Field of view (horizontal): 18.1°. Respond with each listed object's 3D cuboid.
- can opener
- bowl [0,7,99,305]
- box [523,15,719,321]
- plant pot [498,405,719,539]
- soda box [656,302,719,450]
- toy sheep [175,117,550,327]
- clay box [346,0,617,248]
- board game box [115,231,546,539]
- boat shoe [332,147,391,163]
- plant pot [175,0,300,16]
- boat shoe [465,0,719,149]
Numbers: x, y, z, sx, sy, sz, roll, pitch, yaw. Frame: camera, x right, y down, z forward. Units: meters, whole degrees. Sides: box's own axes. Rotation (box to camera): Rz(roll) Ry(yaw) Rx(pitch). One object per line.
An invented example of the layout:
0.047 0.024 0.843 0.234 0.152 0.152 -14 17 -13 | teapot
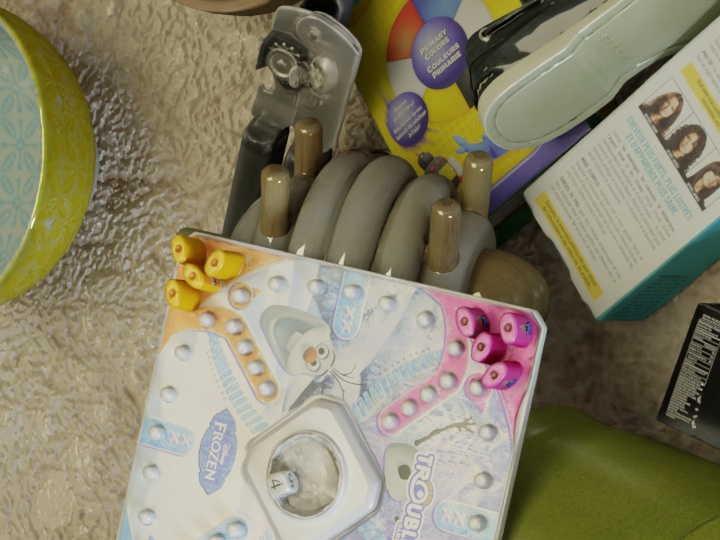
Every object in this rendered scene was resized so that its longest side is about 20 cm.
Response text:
-0.034 -0.073 1.256 0.053 0.067 0.201 27 136 11 | can opener
-0.227 -0.068 1.402 0.199 0.107 0.202 -1 88 39 | bowl
0.178 -0.065 1.113 0.200 0.049 0.083 -42 65 30 | box
0.128 0.162 1.070 0.193 0.199 0.201 37 111 46 | plant pot
0.241 0.079 1.042 0.199 0.071 0.064 27 106 37 | soda box
0.000 0.000 1.144 0.199 0.138 0.139 15 98 18 | toy sheep
0.051 -0.122 1.219 0.115 0.047 0.201 -41 65 30 | clay box
-0.026 0.097 1.063 0.199 0.026 0.201 13 90 27 | board game box
0.011 0.033 1.237 0.071 0.059 0.202 -4 86 38 | boat shoe
-0.042 -0.240 1.270 0.200 0.092 0.202 -2 87 40 | plant pot
0.137 -0.138 1.118 0.199 0.074 0.066 -35 50 12 | boat shoe
